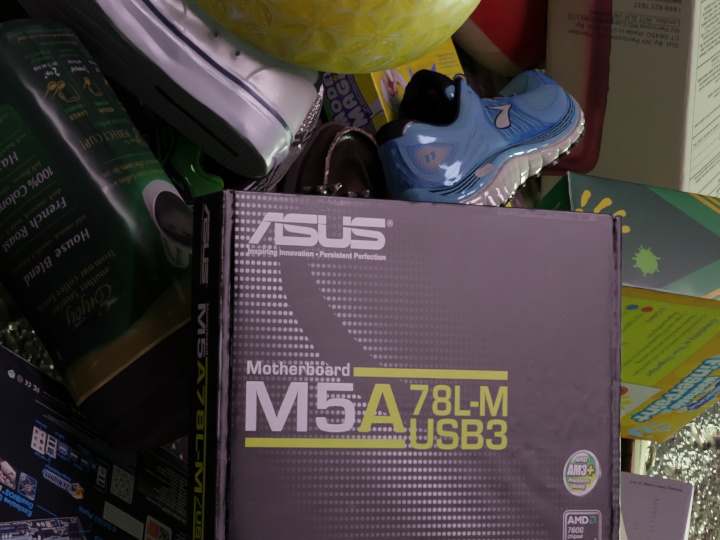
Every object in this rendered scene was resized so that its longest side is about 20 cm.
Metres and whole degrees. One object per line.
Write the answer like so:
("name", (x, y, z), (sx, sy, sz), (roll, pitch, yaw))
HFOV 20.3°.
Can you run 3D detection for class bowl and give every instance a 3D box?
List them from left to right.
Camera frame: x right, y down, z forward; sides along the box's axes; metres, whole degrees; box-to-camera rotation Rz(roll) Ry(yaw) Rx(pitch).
("bowl", (0.001, -0.206, 0.946), (0.199, 0.108, 0.202), (9, 69, -24))

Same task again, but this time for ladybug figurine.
("ladybug figurine", (0.086, -0.223, 1.393), (0.200, 0.072, 0.136), (50, 38, -28))

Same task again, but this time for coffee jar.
("coffee jar", (-0.123, -0.014, 0.925), (0.201, 0.085, 0.104), (56, 16, 5))

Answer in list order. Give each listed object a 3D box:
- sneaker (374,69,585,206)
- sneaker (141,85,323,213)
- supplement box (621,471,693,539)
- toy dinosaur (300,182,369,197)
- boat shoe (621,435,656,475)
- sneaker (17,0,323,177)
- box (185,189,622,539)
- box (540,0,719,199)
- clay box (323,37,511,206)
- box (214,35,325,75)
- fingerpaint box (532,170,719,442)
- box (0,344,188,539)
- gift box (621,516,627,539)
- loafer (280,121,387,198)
("sneaker", (0.071, -0.090, 1.213), (0.090, 0.078, 0.200), (60, 33, -7))
("sneaker", (-0.065, -0.067, 1.082), (0.078, 0.085, 0.200), (61, 33, -13))
("supplement box", (0.154, 0.225, 1.179), (0.109, 0.060, 0.201), (-69, 162, -45))
("toy dinosaur", (-0.020, 0.010, 1.030), (0.200, 0.076, 0.103), (7, 77, -78))
("boat shoe", (0.168, 0.091, 1.351), (0.063, 0.073, 0.202), (30, 43, -38))
("sneaker", (-0.103, -0.132, 0.971), (0.200, 0.073, 0.071), (42, 64, -18))
("box", (0.022, 0.066, 0.885), (0.198, 0.047, 0.195), (4, 88, -24))
("box", (0.198, -0.132, 1.403), (0.128, 0.108, 0.202), (-36, 132, -57))
("clay box", (0.031, -0.088, 1.265), (0.115, 0.047, 0.202), (-18, 89, -57))
("box", (-0.090, -0.184, 1.012), (0.199, 0.038, 0.138), (21, 93, -18))
("fingerpaint box", (0.154, 0.027, 1.196), (0.165, 0.200, 0.074), (8, 62, -20))
("box", (-0.149, 0.128, 0.890), (0.200, 0.046, 0.160), (38, 44, -40))
("gift box", (0.033, 0.154, 1.020), (0.199, 0.183, 0.188), (1, 74, -59))
("loafer", (0.000, 0.000, 1.152), (0.073, 0.071, 0.202), (32, 49, -43))
